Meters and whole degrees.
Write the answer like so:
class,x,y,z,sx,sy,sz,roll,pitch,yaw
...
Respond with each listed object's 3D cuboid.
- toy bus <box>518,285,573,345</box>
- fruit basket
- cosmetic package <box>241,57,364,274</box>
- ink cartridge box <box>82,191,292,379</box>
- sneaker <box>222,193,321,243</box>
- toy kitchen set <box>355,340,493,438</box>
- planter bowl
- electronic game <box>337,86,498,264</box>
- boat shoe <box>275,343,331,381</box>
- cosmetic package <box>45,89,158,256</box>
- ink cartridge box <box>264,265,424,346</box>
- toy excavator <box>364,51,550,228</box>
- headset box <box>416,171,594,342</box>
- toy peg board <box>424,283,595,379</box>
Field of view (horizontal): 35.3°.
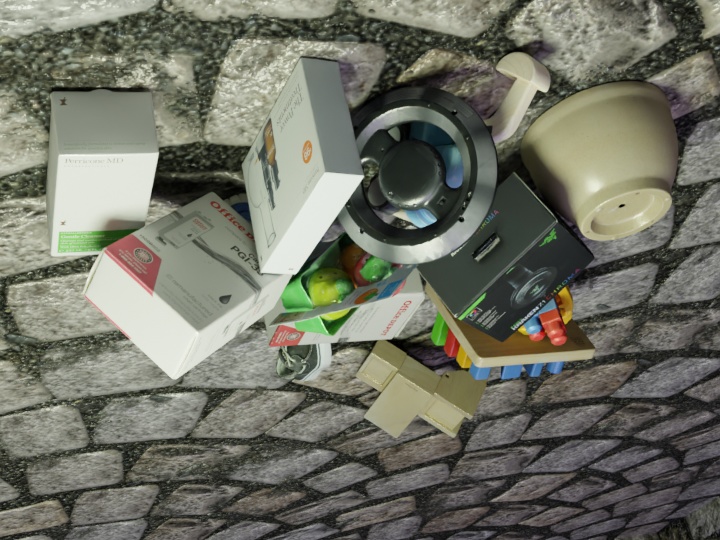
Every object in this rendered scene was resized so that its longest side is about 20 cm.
class,x,y,z,sx,sy,sz,roll,pitch,yaw
toy bus,0.251,0.027,1.625,0.135,0.193,0.200,-21,154,11
fruit basket,0.000,0.000,1.389,0.199,0.094,0.185,-22,-164,41
cosmetic package,-0.069,-0.111,1.249,0.051,0.152,0.200,1,149,-27
ink cartridge box,-0.190,0.010,1.285,0.200,0.146,0.083,-38,164,-52
sneaker,-0.115,-0.025,1.455,0.078,0.090,0.199,-28,152,26
toy kitchen set,0.105,0.179,1.971,0.199,0.181,0.163,32,139,-1
planter bowl,0.317,-0.124,1.434,0.198,0.136,0.201,-12,154,-6
electronic game,0.058,-0.107,1.269,0.199,0.202,0.042,-24,167,18
boat shoe,-0.093,0.134,1.784,0.070,0.073,0.200,-10,155,-18
cosmetic package,-0.285,-0.103,1.231,0.107,0.085,0.200,-4,152,-18
ink cartridge box,-0.028,0.038,1.623,0.198,0.083,0.147,-2,151,-22
toy excavator,0.121,-0.146,1.314,0.199,0.196,0.100,1,167,40
headset box,0.186,-0.014,1.444,0.174,0.093,0.200,-43,153,9
toy peg board,0.215,0.104,1.717,0.198,0.200,0.098,-3,125,-22
